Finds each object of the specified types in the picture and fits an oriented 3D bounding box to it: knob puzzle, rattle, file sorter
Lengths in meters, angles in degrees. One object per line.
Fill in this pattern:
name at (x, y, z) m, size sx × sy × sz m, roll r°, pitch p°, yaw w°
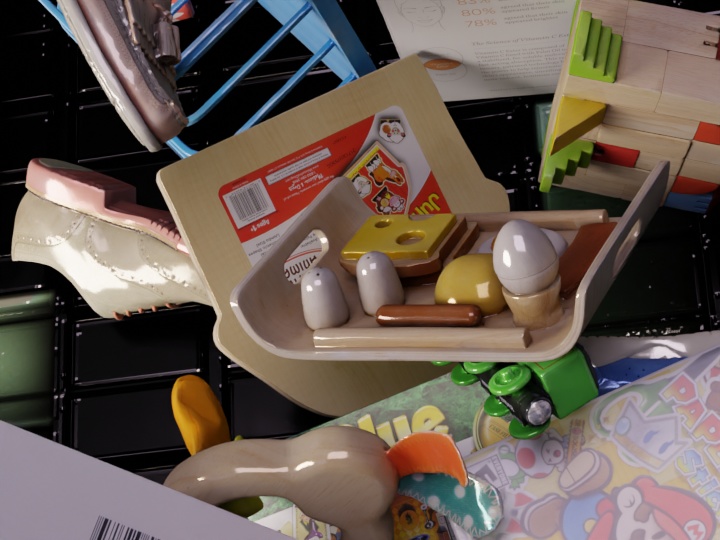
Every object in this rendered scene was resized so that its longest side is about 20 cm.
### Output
knob puzzle at (0.000, 0.000, 1.177) m, size 0.218 × 0.030 × 0.221 m, roll 3°, pitch 81°, yaw -18°
rattle at (-0.014, 0.092, 1.072) m, size 0.200 × 0.130 × 0.143 m, roll -35°, pitch 17°, yaw 32°
file sorter at (-0.088, -0.138, 1.199) m, size 0.123 × 0.200 × 0.139 m, roll -44°, pitch 65°, yaw -2°

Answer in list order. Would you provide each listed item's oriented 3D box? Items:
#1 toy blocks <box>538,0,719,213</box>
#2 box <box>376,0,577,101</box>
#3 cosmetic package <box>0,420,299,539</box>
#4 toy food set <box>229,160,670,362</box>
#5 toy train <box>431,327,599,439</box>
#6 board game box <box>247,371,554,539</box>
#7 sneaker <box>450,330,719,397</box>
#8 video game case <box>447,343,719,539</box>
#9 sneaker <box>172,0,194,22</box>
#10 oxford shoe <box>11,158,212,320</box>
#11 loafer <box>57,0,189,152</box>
toy blocks at (0.176, -0.086, 1.129) m, size 0.136 × 0.200 × 0.101 m, roll 11°, pitch 71°, yaw 2°
box at (0.074, -0.188, 1.176) m, size 0.123 × 0.200 × 0.098 m, roll -3°, pitch 67°, yaw 12°
cosmetic package at (-0.142, 0.210, 1.019) m, size 0.198 × 0.201 × 0.123 m, roll 23°, pitch 32°, yaw -5°
toy food set at (0.049, -0.015, 1.064) m, size 0.199 × 0.061 × 0.144 m, roll 0°, pitch 29°, yaw 27°
toy train at (0.063, 0.030, 1.079) m, size 0.056 × 0.042 × 0.200 m, roll -31°, pitch 28°, yaw -9°
board game box at (0.028, 0.120, 1.113) m, size 0.199 × 0.023 × 0.105 m, roll -24°, pitch 74°, yaw 23°
sneaker at (0.137, 0.099, 1.108) m, size 0.198 × 0.077 × 0.112 m, roll -5°, pitch 57°, yaw 5°
video game case at (0.154, 0.154, 1.015) m, size 0.181 × 0.023 × 0.201 m, roll -24°, pitch 66°, yaw 2°
sneaker at (-0.135, -0.246, 1.329) m, size 0.084 × 0.075 × 0.202 m, roll -1°, pitch 73°, yaw 6°
oxford shoe at (-0.122, 0.000, 1.232) m, size 0.199 × 0.071 × 0.074 m, roll 25°, pitch 101°, yaw 21°
loafer at (-0.131, -0.154, 1.075) m, size 0.063 × 0.072 × 0.201 m, roll -30°, pitch 62°, yaw -1°
